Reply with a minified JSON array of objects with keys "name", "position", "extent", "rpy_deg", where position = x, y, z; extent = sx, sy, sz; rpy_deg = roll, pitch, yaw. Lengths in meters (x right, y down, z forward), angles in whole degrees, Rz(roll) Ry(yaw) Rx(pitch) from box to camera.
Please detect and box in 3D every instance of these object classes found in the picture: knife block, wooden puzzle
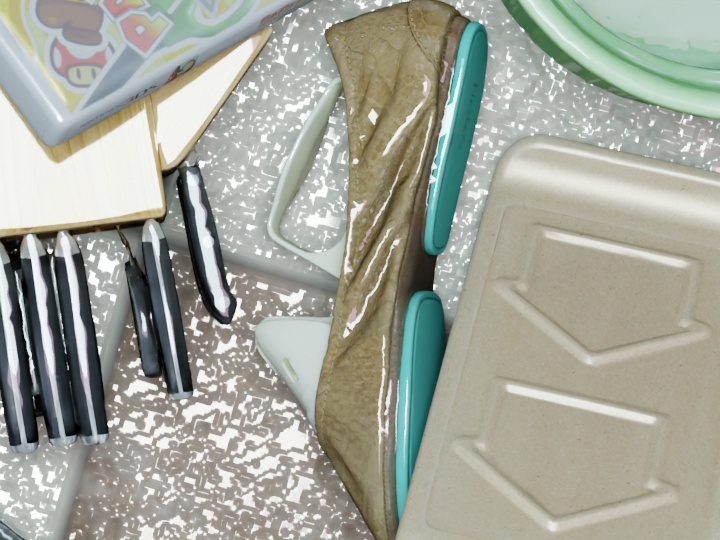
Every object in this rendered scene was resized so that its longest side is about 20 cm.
[{"name":"knife block","position":[-0.120,-0.043,1.015],"extent":[0.200,0.064,0.176],"rpy_deg":[37,85,-3]},{"name":"wooden puzzle","position":[0.118,0.058,1.007],"extent":[0.185,0.046,0.200],"rpy_deg":[12,57,6]}]

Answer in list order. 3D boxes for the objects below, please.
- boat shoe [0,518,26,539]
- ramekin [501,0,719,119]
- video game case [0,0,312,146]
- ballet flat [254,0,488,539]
[{"name":"boat shoe","position":[-0.097,0.137,0.979],"extent":[0.073,0.068,0.199],"rpy_deg":[-15,56,-44]},{"name":"ramekin","position":[0.129,-0.150,1.023],"extent":[0.199,0.098,0.201],"rpy_deg":[0,89,-5]},{"name":"video game case","position":[-0.093,-0.164,0.990],"extent":[0.182,0.023,0.200],"rpy_deg":[-33,82,-30]},{"name":"ballet flat","position":[0.000,0.000,1.031],"extent":[0.072,0.068,0.201],"rpy_deg":[5,88,15]}]
